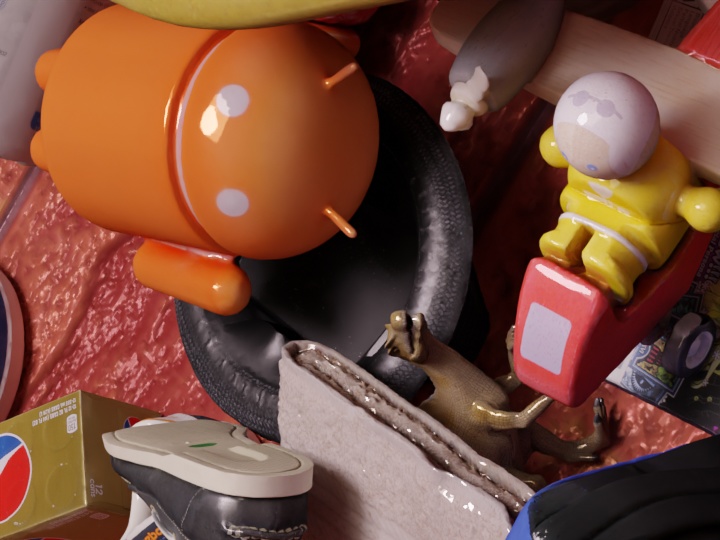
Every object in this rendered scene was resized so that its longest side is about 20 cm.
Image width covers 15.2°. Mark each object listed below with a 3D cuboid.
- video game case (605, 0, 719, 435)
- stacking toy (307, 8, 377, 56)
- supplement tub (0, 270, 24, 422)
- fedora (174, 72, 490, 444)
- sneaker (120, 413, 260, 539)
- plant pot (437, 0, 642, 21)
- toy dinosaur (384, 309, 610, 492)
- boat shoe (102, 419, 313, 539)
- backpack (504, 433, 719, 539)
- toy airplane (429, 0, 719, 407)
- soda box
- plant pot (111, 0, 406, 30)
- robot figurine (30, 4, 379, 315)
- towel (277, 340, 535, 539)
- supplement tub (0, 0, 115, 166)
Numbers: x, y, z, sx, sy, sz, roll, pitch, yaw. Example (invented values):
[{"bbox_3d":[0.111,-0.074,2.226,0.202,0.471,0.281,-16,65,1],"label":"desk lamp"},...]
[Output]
[{"bbox_3d":[0.180,-0.027,1.217,0.181,0.036,0.201,26,94,44],"label":"video game case"},{"bbox_3d":[-0.057,-0.092,1.425,0.116,0.109,0.201,27,106,41],"label":"stacking toy"},{"bbox_3d":[-0.307,0.037,1.530,0.144,0.199,0.145,-15,67,39],"label":"supplement tub"},{"bbox_3d":[0.000,0.000,1.335,0.200,0.091,0.202,-14,68,38],"label":"fedora"},{"bbox_3d":[-0.075,0.164,1.363,0.078,0.079,0.201,-37,56,27],"label":"sneaker"},{"bbox_3d":[0.077,-0.210,1.272,0.200,0.200,0.176,-28,68,33],"label":"plant pot"},{"bbox_3d":[0.066,0.092,1.256,0.100,0.201,0.058,-8,26,13],"label":"toy dinosaur"},{"bbox_3d":[-0.076,0.108,1.258,0.200,0.071,0.068,-162,68,-68],"label":"boat shoe"},{"bbox_3d":[0.135,0.168,1.069,0.163,0.199,0.168,50,128,32],"label":"backpack"},{"bbox_3d":[0.132,-0.061,1.146,0.199,0.141,0.200,-21,70,24],"label":"toy airplane"},{"bbox_3d":[-0.200,0.131,1.496,0.199,0.064,0.068,-23,62,36],"label":"soda box"},{"bbox_3d":[-0.019,-0.196,1.132,0.199,0.195,0.195,-14,93,34],"label":"plant pot"},{"bbox_3d":[-0.072,-0.069,1.276,0.199,0.117,0.144,11,61,43],"label":"robot figurine"},{"bbox_3d":[0.019,0.128,1.201,0.200,0.034,0.133,33,126,47],"label":"towel"},{"bbox_3d":[-0.202,-0.174,1.550,0.132,0.132,0.201,26,94,44],"label":"supplement tub"}]
